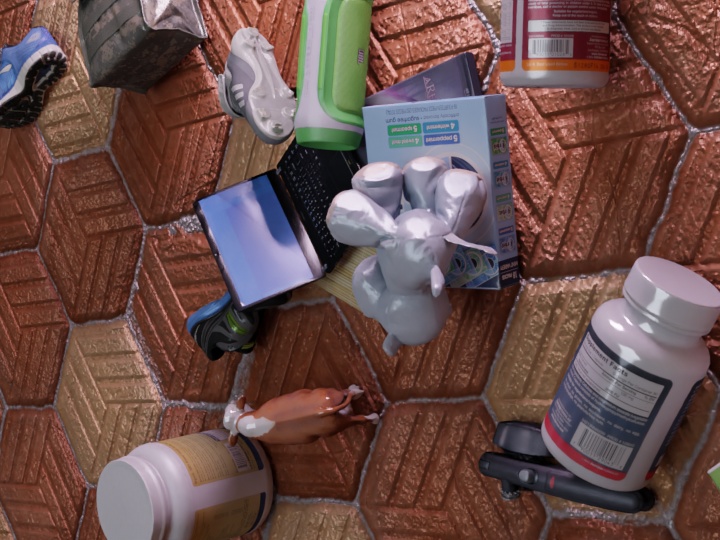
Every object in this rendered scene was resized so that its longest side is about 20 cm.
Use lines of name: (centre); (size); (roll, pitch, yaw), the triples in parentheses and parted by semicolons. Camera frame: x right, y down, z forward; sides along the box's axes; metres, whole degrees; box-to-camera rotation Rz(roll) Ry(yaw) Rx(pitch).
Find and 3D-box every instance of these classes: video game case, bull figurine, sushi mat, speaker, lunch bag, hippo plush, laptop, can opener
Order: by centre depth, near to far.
can opener: (0.207, 0.214, 1.319); (0.198, 0.063, 0.080); (15, 104, 43)
hippo plush: (0.066, -0.009, 1.334); (0.199, 0.159, 0.162); (36, 146, 34)
video game case: (0.065, -0.146, 1.453); (0.199, 0.019, 0.145); (-18, 81, 45)
speaker: (-0.030, -0.244, 1.475); (0.088, 0.088, 0.203); (3, 88, 44)
sushi mat: (0.000, 0.000, 1.535); (0.199, 0.012, 0.097); (29, 113, 39)
laptop: (-0.094, -0.081, 1.539); (0.201, 0.102, 0.179); (-52, 52, 37)
bull figurine: (-0.075, 0.176, 1.549); (0.198, 0.120, 0.066); (-8, 88, 44)
lunch bag: (-0.308, -0.369, 1.729); (0.163, 0.117, 0.203); (-29, 68, 42)

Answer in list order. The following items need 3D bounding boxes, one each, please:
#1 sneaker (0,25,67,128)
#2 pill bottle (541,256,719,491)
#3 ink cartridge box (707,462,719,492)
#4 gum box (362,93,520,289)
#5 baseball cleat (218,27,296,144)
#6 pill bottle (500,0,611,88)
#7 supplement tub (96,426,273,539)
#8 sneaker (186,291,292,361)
sneaker: (-0.526, -0.298, 1.984); (0.200, 0.078, 0.090); (-42, 59, 29)
pill bottle: (0.262, 0.096, 1.216); (0.119, 0.119, 0.202); (39, 119, 34)
ink cartridge box: (0.360, 0.163, 1.070); (0.148, 0.198, 0.076); (-47, 63, 36)
gum box: (0.086, -0.084, 1.395); (0.168, 0.044, 0.203); (2, 101, 40)
baseball cleat: (-0.129, -0.209, 1.592); (0.107, 0.069, 0.202); (-58, 33, 40)
pill bottle: (0.192, -0.282, 1.252); (0.109, 0.109, 0.203); (7, 99, 43)
supplement tub: (-0.226, 0.287, 1.653); (0.143, 0.198, 0.147); (5, 97, 43)
sneaker: (-0.147, 0.061, 1.655); (0.199, 0.070, 0.083); (-31, 87, 43)
